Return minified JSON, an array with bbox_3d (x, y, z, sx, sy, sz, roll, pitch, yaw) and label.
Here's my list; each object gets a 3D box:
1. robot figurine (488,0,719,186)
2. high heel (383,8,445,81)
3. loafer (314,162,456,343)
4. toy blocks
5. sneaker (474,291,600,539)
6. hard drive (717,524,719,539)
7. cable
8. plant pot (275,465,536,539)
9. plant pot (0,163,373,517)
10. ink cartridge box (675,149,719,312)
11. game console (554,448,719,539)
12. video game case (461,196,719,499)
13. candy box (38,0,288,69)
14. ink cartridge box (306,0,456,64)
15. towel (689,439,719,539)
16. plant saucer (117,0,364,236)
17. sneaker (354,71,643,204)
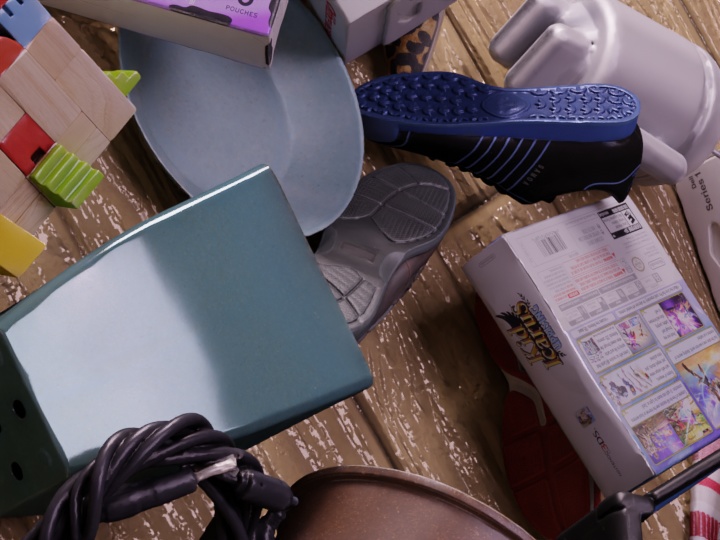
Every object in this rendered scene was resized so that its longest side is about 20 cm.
[{"bbox_3d":[0.187,-0.131,1.849,0.200,0.113,0.170,24,35,-34],"label":"robot figurine"},{"bbox_3d":[-0.012,-0.220,1.758,0.142,0.071,0.201,8,75,-17],"label":"high heel"},{"bbox_3d":[0.000,0.000,1.647,0.072,0.063,0.200,28,39,9],"label":"loafer"},{"bbox_3d":[-0.223,-0.082,1.402,0.200,0.100,0.137,-52,119,-19],"label":"toy blocks"},{"bbox_3d":[0.154,0.088,1.726,0.115,0.078,0.201,7,65,-41],"label":"sneaker"},{"bbox_3d":[0.319,0.178,1.846,0.132,0.026,0.200,38,48,-23],"label":"hard drive"},{"bbox_3d":[-0.125,0.172,1.344,0.051,0.200,0.163,40,1,39],"label":"cable"},{"bbox_3d":[0.002,0.247,1.416,0.200,0.200,0.198,45,51,-18],"label":"plant pot"},{"bbox_3d":[-0.129,0.054,1.424,0.200,0.141,0.142,-25,87,-42],"label":"plant pot"},{"bbox_3d":[0.354,-0.030,1.981,0.200,0.084,0.145,-7,74,-46],"label":"ink cartridge box"},{"bbox_3d":[0.162,0.204,1.561,0.116,0.200,0.176,9,62,-21],"label":"game console"},{"bbox_3d":[0.171,0.047,1.693,0.182,0.045,0.200,57,30,9],"label":"video game case"},{"bbox_3d":[-0.107,-0.245,1.542,0.167,0.072,0.201,15,78,1],"label":"candy box"},{"bbox_3d":[0.001,-0.262,1.663,0.144,0.145,0.200,-30,87,-4],"label":"ink cartridge box"},{"bbox_3d":[0.290,0.218,1.832,0.144,0.023,0.200,29,51,-30],"label":"towel"},{"bbox_3d":[-0.084,-0.107,1.623,0.201,0.039,0.202,22,55,-36],"label":"plant saucer"},{"bbox_3d":[0.090,-0.084,1.715,0.070,0.199,0.078,-73,164,-52],"label":"sneaker"}]
